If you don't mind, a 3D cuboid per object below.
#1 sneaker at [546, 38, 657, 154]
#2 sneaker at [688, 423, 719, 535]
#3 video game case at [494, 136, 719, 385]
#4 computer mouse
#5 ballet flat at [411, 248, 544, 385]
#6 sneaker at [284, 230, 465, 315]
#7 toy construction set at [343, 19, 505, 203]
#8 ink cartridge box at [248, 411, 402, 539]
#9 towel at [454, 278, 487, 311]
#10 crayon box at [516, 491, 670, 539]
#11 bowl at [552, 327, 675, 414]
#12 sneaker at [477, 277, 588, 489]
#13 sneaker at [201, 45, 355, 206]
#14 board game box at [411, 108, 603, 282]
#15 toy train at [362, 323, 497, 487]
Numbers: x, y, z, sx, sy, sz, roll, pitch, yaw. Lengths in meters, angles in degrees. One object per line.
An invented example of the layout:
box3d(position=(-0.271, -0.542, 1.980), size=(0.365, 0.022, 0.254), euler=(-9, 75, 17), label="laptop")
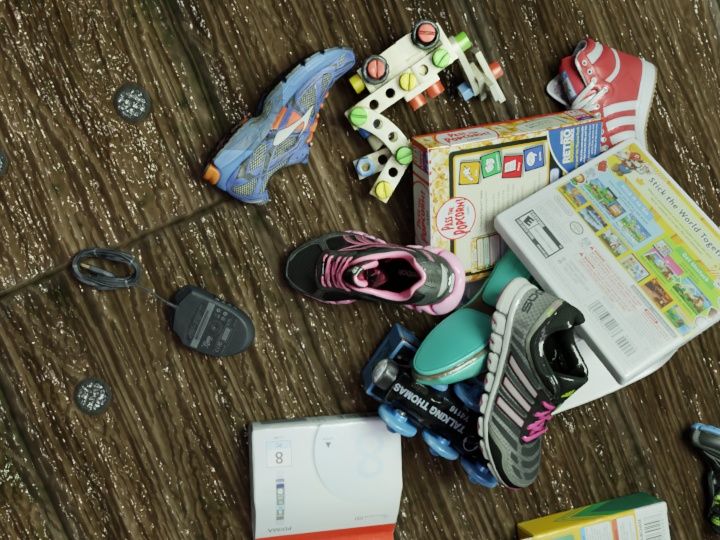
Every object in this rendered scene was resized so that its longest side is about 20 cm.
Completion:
box3d(position=(0.254, -0.161, 0.986), size=(0.111, 0.071, 0.203), euler=(22, 64, -13), label="sneaker")
box3d(position=(0.438, 0.266, 1.054), size=(0.082, 0.071, 0.202), euler=(-34, 101, -17), label="sneaker")
box3d(position=(0.257, -0.016, 0.874), size=(0.180, 0.023, 0.201), euler=(-29, 65, -15), label="video game case")
box3d(position=(-0.198, 0.029, 0.921), size=(0.198, 0.034, 0.059), euler=(28, 101, -7), label="computer mouse")
box3d(position=(0.129, 0.057, 0.899), size=(0.200, 0.067, 0.071), euler=(-46, 134, -24), label="ballet flat")
box3d(position=(0.000, 0.000, 0.893), size=(0.197, 0.095, 0.081), euler=(3, 91, 29), label="sneaker")
box3d(position=(0.063, -0.178, 0.943), size=(0.199, 0.092, 0.132), euler=(-36, 99, -10), label="toy construction set")
box3d(position=(-0.035, 0.256, 0.952), size=(0.157, 0.047, 0.205), euler=(-3, 90, -14), label="ink cartridge box")
box3d(position=(0.159, -0.035, 1.005), size=(0.147, 0.024, 0.201), euler=(42, 82, -12), label="towel")
box3d(position=(0.254, 0.338, 1.021), size=(0.196, 0.052, 0.129), euler=(-9, 93, -14), label="crayon box")
box3d(position=(0.258, 0.063, 0.960), size=(0.197, 0.201, 0.075), euler=(-18, 60, -14), label="bowl")
box3d(position=(0.164, 0.112, 0.836), size=(0.073, 0.086, 0.204), euler=(-8, 105, -47), label="sneaker")
box3d(position=(-0.074, -0.150, 0.930), size=(0.078, 0.075, 0.200), euler=(43, 90, -19), label="sneaker")
box3d(position=(0.153, -0.075, 0.941), size=(0.196, 0.046, 0.154), euler=(-11, 116, -17), label="board game box")
box3d(position=(0.093, 0.142, 0.945), size=(0.198, 0.114, 0.087), euler=(33, 103, -13), label="toy train")
